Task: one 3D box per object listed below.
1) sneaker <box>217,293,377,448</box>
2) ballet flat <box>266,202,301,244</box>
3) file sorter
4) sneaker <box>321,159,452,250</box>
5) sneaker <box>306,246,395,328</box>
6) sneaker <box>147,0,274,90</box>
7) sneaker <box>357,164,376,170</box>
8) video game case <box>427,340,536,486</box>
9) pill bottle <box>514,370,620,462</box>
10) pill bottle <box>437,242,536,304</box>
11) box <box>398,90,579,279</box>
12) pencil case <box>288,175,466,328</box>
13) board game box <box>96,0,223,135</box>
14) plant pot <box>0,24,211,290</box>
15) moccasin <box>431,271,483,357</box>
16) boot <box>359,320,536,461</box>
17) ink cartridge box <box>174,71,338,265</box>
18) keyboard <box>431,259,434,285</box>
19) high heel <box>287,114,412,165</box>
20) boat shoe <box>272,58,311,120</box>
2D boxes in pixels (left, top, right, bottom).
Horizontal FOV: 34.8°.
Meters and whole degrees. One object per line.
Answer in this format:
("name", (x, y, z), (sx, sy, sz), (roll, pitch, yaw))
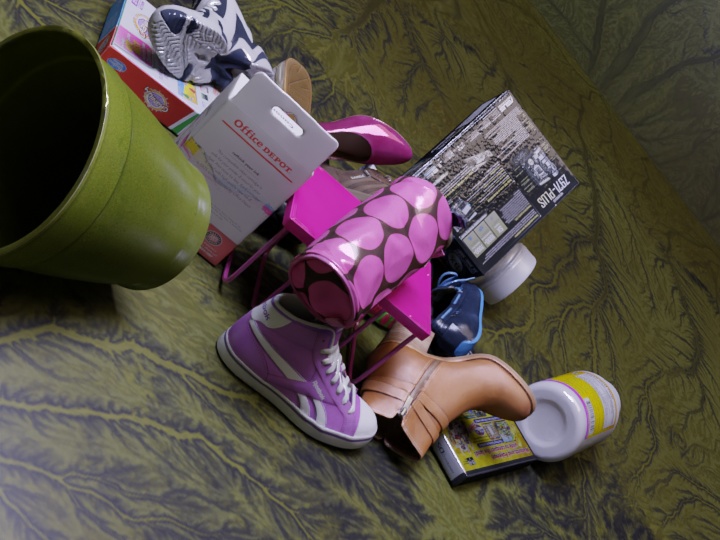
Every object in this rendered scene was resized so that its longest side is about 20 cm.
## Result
("sneaker", (-0.033, 0.099, 1.146), (0.200, 0.114, 0.073), (37, 27, -28))
("ballet flat", (-0.121, -0.096, 1.307), (0.200, 0.057, 0.066), (33, 5, -39))
("file sorter", (-0.036, 0.005, 1.247), (0.200, 0.125, 0.139), (40, 28, -20))
("sneaker", (0.023, -0.088, 1.370), (0.199, 0.071, 0.076), (20, 55, 10))
("sneaker", (0.000, 0.000, 1.386), (0.200, 0.077, 0.084), (42, 19, -40))
("sneaker", (-0.190, -0.289, 1.343), (0.199, 0.079, 0.130), (12, 44, -53))
("sneaker", (0.007, -0.073, 1.486), (0.087, 0.074, 0.200), (51, 26, -12))
("video game case", (0.123, 0.168, 1.408), (0.199, 0.025, 0.182), (4, 52, -58))
("pill bottle", (0.284, 0.191, 1.547), (0.200, 0.104, 0.105), (-2, 57, -59))
("pill bottle", (0.151, -0.055, 1.643), (0.200, 0.114, 0.114), (47, 26, -9))
("box", (0.165, -0.113, 1.548), (0.164, 0.200, 0.086), (50, -19, -8))
("pencil case", (0.016, -0.017, 1.131), (0.200, 0.090, 0.094), (-37, 121, -44))
("board game box", (-0.216, -0.227, 1.357), (0.200, 0.040, 0.154), (38, 29, -26))
("plant pot", (-0.233, -0.072, 0.986), (0.193, 0.200, 0.201), (35, 28, -54))
("moccasin", (0.115, 0.043, 1.462), (0.068, 0.081, 0.200), (36, 11, -10))
("boot", (0.092, 0.154, 1.283), (0.199, 0.074, 0.155), (26, 42, 2))
("ink cartridge box", (-0.123, -0.114, 1.177), (0.116, 0.200, 0.068), (41, 27, -18))
("keyboard", (0.072, -0.027, 1.444), (0.104, 0.039, 0.200), (55, 13, -11))
("high heel", (-0.038, -0.140, 1.345), (0.199, 0.067, 0.096), (19, 50, -11))
("boat shoe", (-0.107, -0.167, 1.425), (0.074, 0.069, 0.201), (37, 49, -41))
